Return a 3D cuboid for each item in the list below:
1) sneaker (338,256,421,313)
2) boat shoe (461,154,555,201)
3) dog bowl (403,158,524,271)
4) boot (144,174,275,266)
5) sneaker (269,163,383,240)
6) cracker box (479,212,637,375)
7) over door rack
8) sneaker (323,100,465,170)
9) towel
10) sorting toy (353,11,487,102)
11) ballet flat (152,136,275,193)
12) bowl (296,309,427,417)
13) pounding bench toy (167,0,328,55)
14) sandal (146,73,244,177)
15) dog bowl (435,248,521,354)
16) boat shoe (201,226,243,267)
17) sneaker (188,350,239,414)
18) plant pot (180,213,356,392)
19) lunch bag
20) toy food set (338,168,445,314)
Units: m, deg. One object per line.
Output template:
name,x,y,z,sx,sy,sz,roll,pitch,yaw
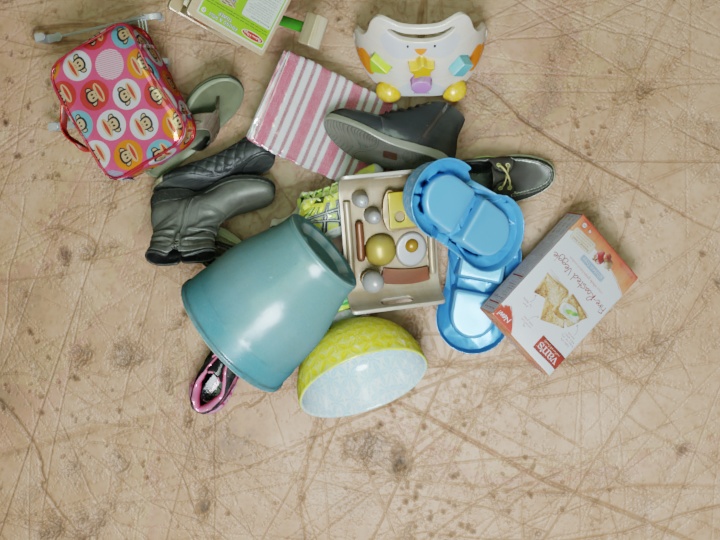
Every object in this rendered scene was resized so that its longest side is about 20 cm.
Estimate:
sneaker,0.000,0.000,1.644,0.199,0.074,0.084,-32,94,-5
boat shoe,0.192,-0.134,1.627,0.198,0.061,0.073,-5,94,3
dog bowl,0.142,-0.080,1.545,0.199,0.049,0.112,33,85,-27
boot,-0.217,-0.065,1.613,0.197,0.068,0.132,-10,49,0
sneaker,-0.048,-0.091,1.613,0.200,0.076,0.076,-40,119,15
cracker box,0.291,0.033,1.606,0.134,0.058,0.200,45,85,-15
over door rack,-0.377,-0.298,1.645,0.197,0.067,0.150,-8,94,9
sneaker,0.051,-0.211,1.612,0.198,0.075,0.107,20,59,4
towel,-0.054,-0.220,1.629,0.198,0.030,0.148,24,93,-17
sorting toy,0.084,-0.321,1.553,0.197,0.180,0.108,-1,77,3
ballet flat,-0.220,-0.152,1.660,0.198,0.067,0.057,-19,50,4
bowl,-0.009,0.122,1.613,0.198,0.200,0.109,-21,61,4
pounding bench toy,-0.157,-0.386,1.591,0.199,0.156,0.125,26,95,-26
sandal,-0.243,-0.206,1.633,0.201,0.080,0.057,-46,48,12
dog bowl,0.176,0.022,1.646,0.110,0.050,0.203,10,95,2
boat shoe,-0.166,0.004,1.645,0.198,0.065,0.074,25,127,7
sneaker,-0.200,0.132,1.651,0.078,0.095,0.202,27,94,2
plant pot,-0.114,0.030,1.523,0.188,0.200,0.200,-42,91,11
lunch bag,-0.349,-0.233,1.573,0.175,0.082,0.202,-28,92,11
toy food set,0.048,-0.044,1.569,0.142,0.060,0.203,-7,105,-11
